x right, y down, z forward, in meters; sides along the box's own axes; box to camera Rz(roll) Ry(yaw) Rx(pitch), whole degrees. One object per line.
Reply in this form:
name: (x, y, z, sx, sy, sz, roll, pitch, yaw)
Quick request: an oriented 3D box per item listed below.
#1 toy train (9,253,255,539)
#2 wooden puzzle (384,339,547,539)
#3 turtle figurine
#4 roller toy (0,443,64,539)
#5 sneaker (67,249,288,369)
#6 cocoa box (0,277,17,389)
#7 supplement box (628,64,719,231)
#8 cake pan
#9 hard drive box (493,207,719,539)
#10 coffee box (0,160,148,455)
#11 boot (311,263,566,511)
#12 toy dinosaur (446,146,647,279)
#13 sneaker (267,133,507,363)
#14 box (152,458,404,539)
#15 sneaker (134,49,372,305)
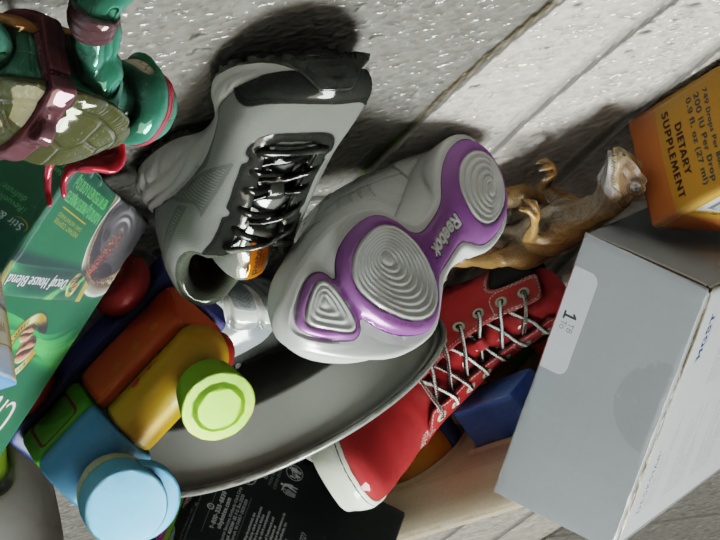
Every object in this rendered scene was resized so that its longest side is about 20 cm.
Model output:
toy train: (-0.083, 0.041, 1.329, 0.200, 0.116, 0.085, -46, 123, 1)
wooden puzzle: (0.082, 0.075, 1.627, 0.185, 0.046, 0.200, -23, -157, 49)
turtle figurine: (-0.129, -0.091, 1.018, 0.149, 0.101, 0.199, -26, 153, 39)
roller toy: (-0.263, 0.183, 1.642, 0.139, 0.202, 0.182, -7, 170, -18)
sneaker: (-0.117, 0.052, 1.433, 0.199, 0.116, 0.075, 6, -163, -30)
cocoa box: (-0.251, -0.011, 1.114, 0.132, 0.132, 0.200, -17, 163, 16)
supplement box: (0.225, -0.084, 1.344, 0.068, 0.067, 0.200, 3, 157, -38)
cake pan: (-0.049, 0.059, 1.502, 0.199, 0.037, 0.200, -23, -164, 7)
hard drive box: (0.167, 0.047, 1.474, 0.076, 0.157, 0.200, 25, -161, 19)
coffee box: (-0.183, 0.037, 1.262, 0.201, 0.044, 0.123, -57, 163, -6)
boot: (0.051, 0.056, 1.545, 0.143, 0.073, 0.200, -21, -159, 24)
toy dinosaur: (0.088, -0.018, 1.454, 0.105, 0.061, 0.200, 5, 167, -21)
sneaker: (0.000, 0.000, 1.334, 0.099, 0.075, 0.200, -19, -169, 34)
box: (-0.085, 0.215, 1.563, 0.124, 0.149, 0.200, 29, 135, -9)
sneaker: (-0.044, -0.046, 1.249, 0.073, 0.080, 0.200, -3, 159, -25)
